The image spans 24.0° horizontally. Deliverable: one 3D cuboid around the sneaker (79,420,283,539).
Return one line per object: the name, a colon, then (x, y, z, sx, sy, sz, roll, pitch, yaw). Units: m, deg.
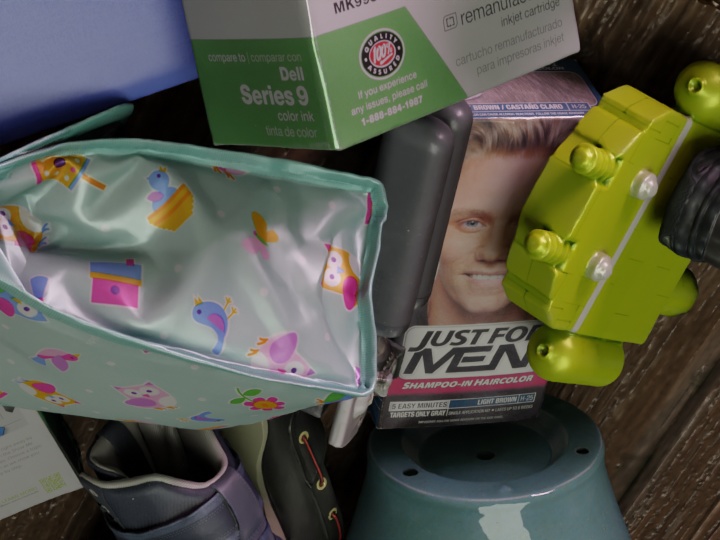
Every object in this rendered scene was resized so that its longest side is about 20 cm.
sneaker: (-0.126, 0.142, 0.931, 0.201, 0.077, 0.147, -10, 123, 36)

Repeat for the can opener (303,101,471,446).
can opener: (0.000, 0.000, 0.831, 0.066, 0.053, 0.201, 21, 126, 13)

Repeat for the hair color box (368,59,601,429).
hair color box: (0.060, -0.011, 0.903, 0.099, 0.061, 0.201, -3, 127, -16)

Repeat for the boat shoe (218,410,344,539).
boat shoe: (-0.059, 0.092, 0.947, 0.063, 0.073, 0.203, -39, 128, -38)

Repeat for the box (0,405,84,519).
box: (-0.248, 0.066, 0.882, 0.143, 0.036, 0.201, -22, 131, -1)

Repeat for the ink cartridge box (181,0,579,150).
ink cartridge box: (-0.003, -0.164, 0.675, 0.145, 0.087, 0.201, -24, 109, -36)

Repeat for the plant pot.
plant pot: (0.073, 0.178, 0.976, 0.199, 0.200, 0.189, -8, 115, -11)

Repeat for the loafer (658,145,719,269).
loafer: (0.230, -0.030, 0.884, 0.199, 0.072, 0.073, -20, 135, -50)

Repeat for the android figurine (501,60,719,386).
android figurine: (0.141, -0.024, 0.868, 0.200, 0.041, 0.183, 13, 108, -59)

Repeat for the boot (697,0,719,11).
boot: (0.220, -0.163, 0.841, 0.200, 0.075, 0.107, 39, 91, -32)

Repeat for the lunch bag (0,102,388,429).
lunch bag: (-0.112, 0.004, 0.766, 0.199, 0.123, 0.170, 11, 165, -24)

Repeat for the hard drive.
hard drive: (-0.147, -0.120, 0.688, 0.199, 0.025, 0.133, -20, 116, -10)
